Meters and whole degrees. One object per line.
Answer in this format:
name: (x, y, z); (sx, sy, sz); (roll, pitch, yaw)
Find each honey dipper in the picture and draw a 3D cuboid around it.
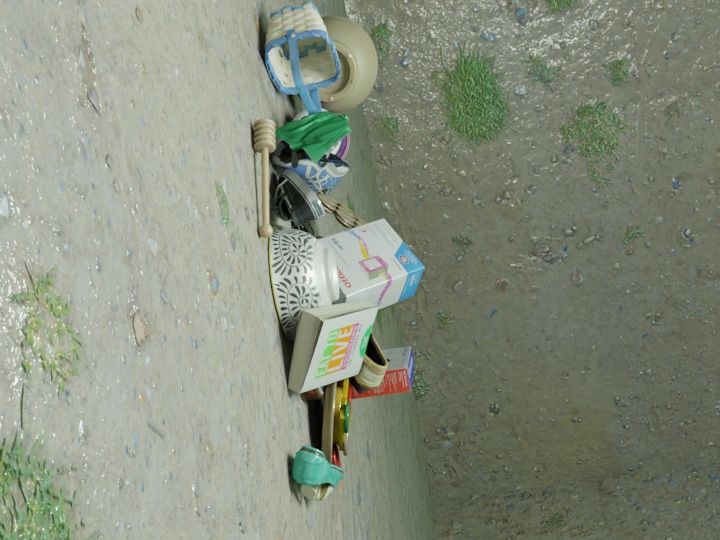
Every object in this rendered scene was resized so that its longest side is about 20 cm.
honey dipper: (-0.153, -0.149, 1.407); (0.038, 0.037, 0.205); (64, 21, -68)

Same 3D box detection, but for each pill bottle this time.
pill bottle: (-0.087, -0.276, 1.800); (0.200, 0.110, 0.116); (-32, 113, -83)

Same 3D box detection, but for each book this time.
book: (-0.047, 0.128, 1.487); (0.199, 0.047, 0.137); (-8, 117, -61)

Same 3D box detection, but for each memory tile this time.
memory tile: (-0.052, -0.129, 1.797); (0.199, 0.017, 0.154); (39, 11, -7)

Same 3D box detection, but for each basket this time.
basket: (-0.107, -0.385, 1.643); (0.177, 0.136, 0.204); (67, 8, -61)

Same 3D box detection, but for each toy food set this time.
toy food set: (-0.042, 0.277, 1.606); (0.200, 0.047, 0.204); (-85, 178, -52)

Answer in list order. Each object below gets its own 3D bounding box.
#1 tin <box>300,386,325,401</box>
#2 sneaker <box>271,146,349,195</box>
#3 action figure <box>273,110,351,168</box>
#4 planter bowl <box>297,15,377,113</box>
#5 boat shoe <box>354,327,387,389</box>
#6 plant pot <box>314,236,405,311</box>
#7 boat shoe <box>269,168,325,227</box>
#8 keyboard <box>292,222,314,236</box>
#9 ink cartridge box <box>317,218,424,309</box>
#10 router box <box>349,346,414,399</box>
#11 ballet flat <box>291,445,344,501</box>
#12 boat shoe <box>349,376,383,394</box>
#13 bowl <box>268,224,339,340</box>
tin: (-0.087, 0.157, 1.587); (0.201, 0.041, 0.115); (-84, 168, -65)
sneaker: (-0.096, -0.185, 1.628); (0.076, 0.078, 0.198); (41, 19, 32)
action figure: (-0.077, -0.246, 1.575); (0.199, 0.117, 0.055); (-37, 158, -48)
planter bowl: (-0.063, -0.422, 1.810); (0.135, 0.195, 0.205); (-78, 158, -71)
boat shoe: (-0.005, 0.122, 1.631); (0.073, 0.067, 0.202); (-6, 55, -43)
plant pot: (0.008, 0.016, 1.805); (0.187, 0.195, 0.193); (-5, 90, -88)
boat shoe: (-0.121, -0.118, 1.501); (0.075, 0.067, 0.199); (65, -10, -30)
keyboard: (-0.110, -0.093, 1.690); (0.104, 0.039, 0.205); (-73, 153, -76)
ink cartridge box: (0.000, 0.000, 1.644); (0.145, 0.197, 0.086); (50, -39, 27)
router box: (0.021, 0.216, 1.821); (0.200, 0.175, 0.050); (-55, 136, -81)
ballet flat: (-0.074, 0.338, 1.413); (0.201, 0.066, 0.072); (65, 42, -67)
boat shoe: (-0.032, 0.175, 1.709); (0.199, 0.064, 0.075); (33, -35, 51)
bowl: (-0.089, 0.014, 1.501); (0.201, 0.092, 0.206); (-9, 90, -84)
